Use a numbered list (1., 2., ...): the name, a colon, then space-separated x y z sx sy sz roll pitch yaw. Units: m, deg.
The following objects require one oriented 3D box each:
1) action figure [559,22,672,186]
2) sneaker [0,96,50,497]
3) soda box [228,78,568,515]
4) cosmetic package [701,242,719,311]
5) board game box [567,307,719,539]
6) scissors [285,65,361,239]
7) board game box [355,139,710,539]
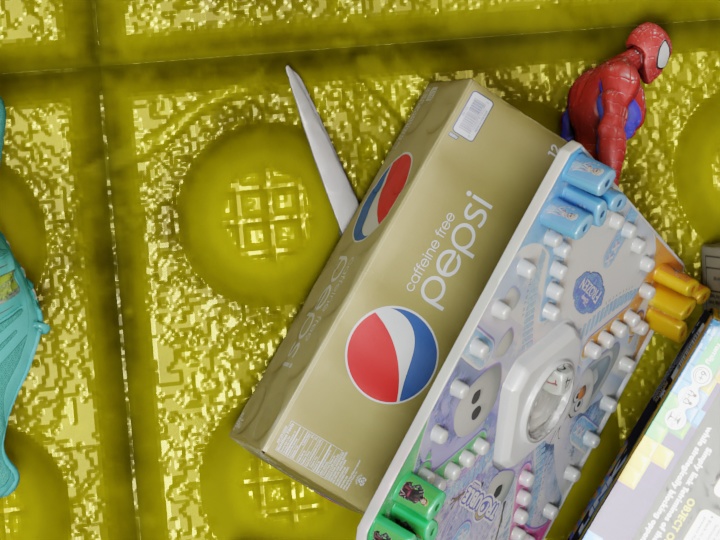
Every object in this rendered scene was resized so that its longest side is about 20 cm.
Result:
1. action figure: 0.101 -0.034 1.255 0.052 0.065 0.201 28 76 -11
2. sneaker: -0.184 0.013 1.192 0.079 0.077 0.201 2 97 -35
3. soda box: 0.019 0.011 1.224 0.064 0.068 0.201 32 83 -15
4. cosmetic package: 0.226 0.086 1.280 0.087 0.103 0.201 -2 94 -14
5. board game box: 0.181 0.144 1.200 0.165 0.057 0.201 31 95 1
6. scissors: 0.000 0.000 1.259 0.073 0.014 0.200 -39 103 -9
7. board game box: 0.088 0.061 1.207 0.026 0.200 0.201 26 84 26
